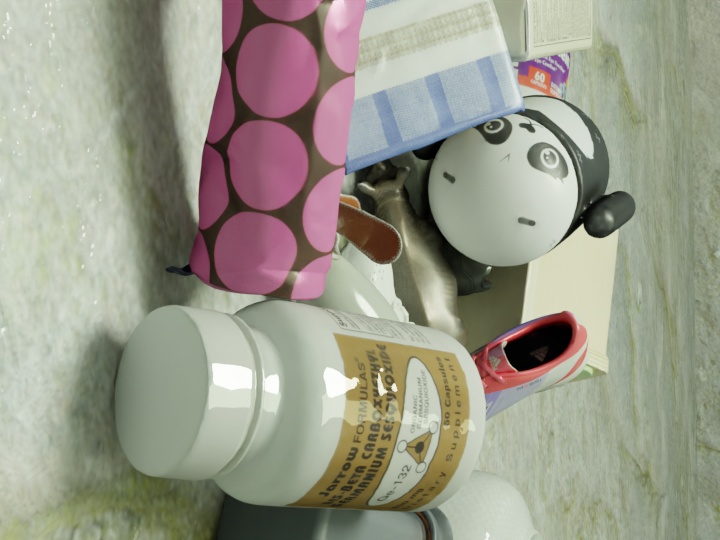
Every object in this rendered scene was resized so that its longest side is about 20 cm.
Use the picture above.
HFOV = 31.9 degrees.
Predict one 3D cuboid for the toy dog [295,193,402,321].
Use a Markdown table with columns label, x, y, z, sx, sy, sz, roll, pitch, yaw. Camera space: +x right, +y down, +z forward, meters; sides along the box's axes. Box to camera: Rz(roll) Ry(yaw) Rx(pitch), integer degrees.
| label | x | y | z | sx | sy | sz | roll | pitch | yaw |
| --- | --- | --- | --- | --- | --- | --- | --- | --- | --- |
| toy dog | 0.000 | 0.000 | 0.858 | 0.132 | 0.096 | 0.201 | -119 | -163 | -54 |

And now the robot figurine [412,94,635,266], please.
| label | x | y | z | sx | sy | sz | roll | pitch | yaw |
| --- | --- | --- | --- | --- | --- | --- | --- | --- | --- |
| robot figurine | 0.131 | -0.077 | 1.016 | 0.200 | 0.149 | 0.126 | -31 | 103 | -62 |

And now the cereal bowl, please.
| label | x | y | z | sx | sy | sz | roll | pitch | yaw |
| --- | --- | --- | --- | --- | --- | --- | --- | --- | --- |
| cereal bowl | 0.132 | 0.301 | 1.250 | 0.200 | 0.083 | 0.202 | 1 | 90 | -67 |

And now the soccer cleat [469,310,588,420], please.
| label | x | y | z | sx | sy | sz | roll | pitch | yaw |
| --- | --- | --- | --- | --- | --- | --- | --- | --- | --- |
| soccer cleat | 0.095 | 0.091 | 1.026 | 0.068 | 0.199 | 0.073 | 62 | -3 | 25 |

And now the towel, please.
| label | x | y | z | sx | sy | sz | roll | pitch | yaw |
| --- | --- | --- | --- | --- | --- | --- | --- | --- | --- |
| towel | 0.013 | -0.176 | 0.810 | 0.201 | 0.146 | 0.024 | 70 | -16 | -4 |

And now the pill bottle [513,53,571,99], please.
| label | x | y | z | sx | sy | sz | roll | pitch | yaw |
| --- | --- | --- | --- | --- | --- | --- | --- | --- | --- |
| pill bottle | 0.151 | -0.228 | 1.221 | 0.111 | 0.111 | 0.201 | 48 | 48 | -59 |

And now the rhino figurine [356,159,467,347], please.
| label | x | y | z | sx | sy | sz | roll | pitch | yaw |
| --- | --- | --- | --- | --- | --- | --- | --- | --- | --- |
| rhino figurine | 0.038 | -0.014 | 1.001 | 0.087 | 0.059 | 0.201 | -73 | 146 | -77 |

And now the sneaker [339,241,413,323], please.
| label | x | y | z | sx | sy | sz | roll | pitch | yaw |
| --- | --- | --- | --- | --- | --- | --- | --- | --- | --- |
| sneaker | 0.022 | 0.065 | 0.956 | 0.074 | 0.086 | 0.202 | -31 | 119 | -63 |

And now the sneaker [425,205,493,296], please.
| label | x | y | z | sx | sy | sz | roll | pitch | yaw |
| --- | --- | --- | --- | --- | --- | --- | --- | --- | --- |
| sneaker | 0.101 | -0.045 | 1.137 | 0.076 | 0.090 | 0.201 | 74 | 27 | -44 |

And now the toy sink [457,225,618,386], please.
| label | x | y | z | sx | sy | sz | roll | pitch | yaw |
| --- | --- | --- | --- | --- | --- | --- | --- | --- | --- |
| toy sink | 0.153 | 0.047 | 1.168 | 0.112 | 0.130 | 0.201 | 23 | 65 | -28 |

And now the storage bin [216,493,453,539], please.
| label | x | y | z | sx | sy | sz | roll | pitch | yaw |
| --- | --- | --- | --- | --- | --- | --- | --- | --- | --- |
| storage bin | -0.025 | 0.231 | 0.803 | 0.134 | 0.145 | 0.201 | 35 | 58 | -52 |

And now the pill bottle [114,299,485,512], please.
| label | x | y | z | sx | sy | sz | roll | pitch | yaw |
| --- | --- | --- | --- | --- | --- | --- | --- | --- | --- |
| pill bottle | -0.032 | 0.077 | 0.718 | 0.199 | 0.114 | 0.115 | 12 | 79 | -42 |

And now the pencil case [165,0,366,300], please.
| label | x | y | z | sx | sy | sz | roll | pitch | yaw |
| --- | --- | --- | --- | --- | --- | --- | --- | --- | --- |
| pencil case | -0.052 | -0.086 | 0.707 | 0.094 | 0.090 | 0.201 | -137 | -126 | -59 |

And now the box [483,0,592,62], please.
| label | x | y | z | sx | sy | sz | roll | pitch | yaw |
| --- | --- | --- | --- | --- | --- | --- | --- | --- | --- |
| box | 0.112 | -0.203 | 0.926 | 0.200 | 0.077 | 0.096 | -24 | 114 | -65 |
